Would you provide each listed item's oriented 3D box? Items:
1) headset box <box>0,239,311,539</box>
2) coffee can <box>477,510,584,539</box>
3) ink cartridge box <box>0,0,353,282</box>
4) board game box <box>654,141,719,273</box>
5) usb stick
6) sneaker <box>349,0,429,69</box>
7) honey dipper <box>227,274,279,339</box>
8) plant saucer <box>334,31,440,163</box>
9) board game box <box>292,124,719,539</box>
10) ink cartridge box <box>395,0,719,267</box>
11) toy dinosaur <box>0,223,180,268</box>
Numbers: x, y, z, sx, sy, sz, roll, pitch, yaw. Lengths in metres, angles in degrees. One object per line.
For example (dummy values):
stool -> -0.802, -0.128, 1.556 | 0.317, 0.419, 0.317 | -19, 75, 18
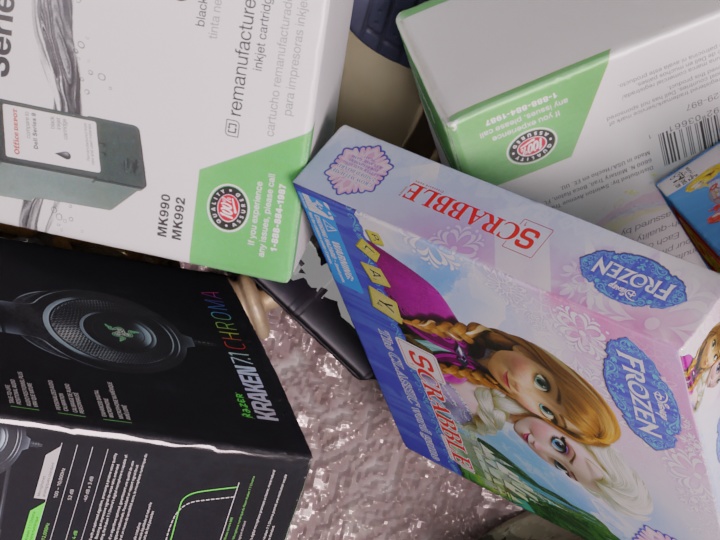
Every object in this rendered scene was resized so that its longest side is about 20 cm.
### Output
headset box -> -0.145, 0.062, 0.840 | 0.200, 0.174, 0.093 | 10, 112, -21
coffee can -> 0.145, 0.222, 0.977 | 0.146, 0.146, 0.200 | -20, 99, 1
ink cartridge box -> -0.111, -0.091, 0.874 | 0.200, 0.084, 0.146 | 11, 115, 6
board game box -> 0.211, 0.050, 0.788 | 0.056, 0.200, 0.196 | -33, 105, 5
usb stick -> -0.047, -0.027, 0.952 | 0.200, 0.033, 0.055 | 43, 96, -6
sneaker -> 0.080, -0.143, 0.936 | 0.200, 0.074, 0.082 | -2, 60, -21
honey dipper -> 0.000, 0.000, 0.991 | 0.200, 0.038, 0.038 | -18, 100, -3
plant saucer -> -0.044, -0.109, 0.973 | 0.200, 0.029, 0.200 | -1, 100, -3
board game box -> 0.081, 0.046, 0.851 | 0.041, 0.199, 0.200 | -49, 141, -23
ink cartridge box -> 0.115, -0.051, 0.909 | 0.145, 0.088, 0.200 | -23, 136, 0
toy dinosaur -> -0.171, -0.043, 0.974 | 0.106, 0.060, 0.200 | -44, 87, -7
